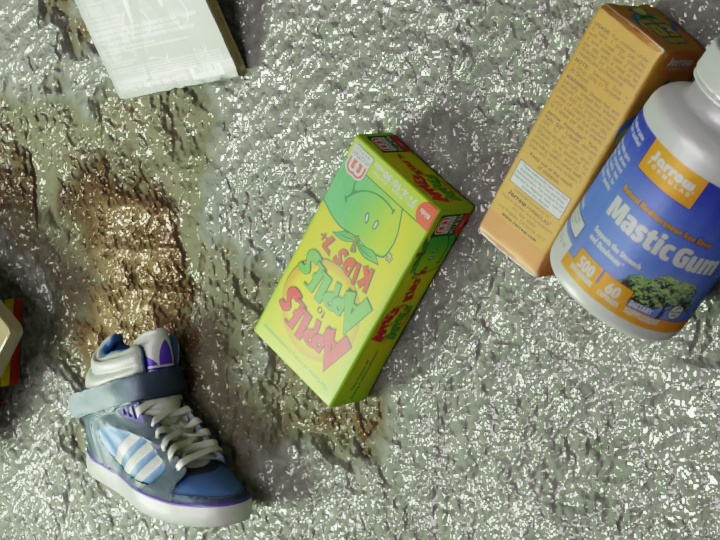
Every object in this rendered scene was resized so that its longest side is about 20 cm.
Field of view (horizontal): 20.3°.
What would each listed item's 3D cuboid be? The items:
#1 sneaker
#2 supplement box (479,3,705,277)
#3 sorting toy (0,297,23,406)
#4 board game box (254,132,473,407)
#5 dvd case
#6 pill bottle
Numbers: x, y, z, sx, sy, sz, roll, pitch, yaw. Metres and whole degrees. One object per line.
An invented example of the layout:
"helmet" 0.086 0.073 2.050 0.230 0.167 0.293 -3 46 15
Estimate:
"sneaker" -0.170 0.128 1.748 0.200 0.080 0.147 19 111 42
"supplement box" 0.167 -0.094 1.462 0.069 0.066 0.201 40 119 28
"sorting toy" -0.404 0.064 1.938 0.200 0.069 0.199 46 120 26
"board game box" 0.000 0.000 1.619 0.102 0.048 0.201 43 119 27
"dvd case" -0.192 -0.247 1.715 0.148 0.016 0.201 -6 117 39
"pill bottle" 0.226 -0.059 1.389 0.112 0.112 0.200 46 121 26
